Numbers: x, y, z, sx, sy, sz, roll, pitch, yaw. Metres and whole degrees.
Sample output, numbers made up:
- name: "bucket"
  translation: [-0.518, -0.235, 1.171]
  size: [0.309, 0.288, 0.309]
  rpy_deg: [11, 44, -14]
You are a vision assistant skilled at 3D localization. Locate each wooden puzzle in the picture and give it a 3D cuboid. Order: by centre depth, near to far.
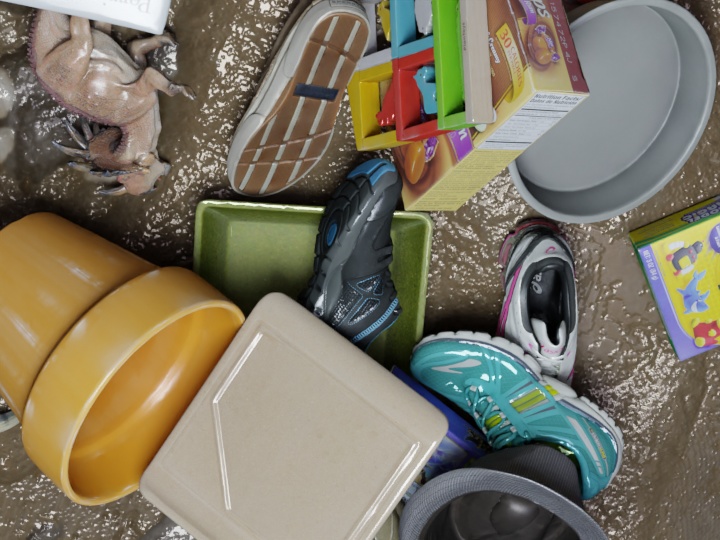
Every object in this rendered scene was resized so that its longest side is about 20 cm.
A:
- name: "wooden puzzle"
  translation: [-0.054, 0.147, 1.478]
  size: [0.185, 0.037, 0.200]
  rpy_deg: [36, 94, 11]

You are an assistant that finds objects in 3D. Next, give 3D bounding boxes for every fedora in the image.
- name: "fedora"
  translation: [0.125, 0.206, 1.495]
  size: [0.176, 0.090, 0.201]
  rpy_deg: [26, 132, 1]

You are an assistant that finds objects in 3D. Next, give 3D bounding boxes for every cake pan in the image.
- name: "cake pan"
  translation: [0.198, -0.135, 1.502]
  size: [0.199, 0.037, 0.201]
  rpy_deg: [-14, 125, -21]

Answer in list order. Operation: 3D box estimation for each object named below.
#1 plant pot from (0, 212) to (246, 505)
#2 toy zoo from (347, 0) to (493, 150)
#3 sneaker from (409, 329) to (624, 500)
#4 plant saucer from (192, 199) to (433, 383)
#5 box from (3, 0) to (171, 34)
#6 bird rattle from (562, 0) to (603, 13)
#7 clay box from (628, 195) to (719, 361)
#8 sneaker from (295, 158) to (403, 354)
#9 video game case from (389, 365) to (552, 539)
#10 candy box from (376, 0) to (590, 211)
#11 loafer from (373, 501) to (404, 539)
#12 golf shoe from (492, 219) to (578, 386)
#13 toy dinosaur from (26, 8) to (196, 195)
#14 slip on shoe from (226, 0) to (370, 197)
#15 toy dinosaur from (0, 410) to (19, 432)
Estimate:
- name: "plant pot"
  translation: [-0.224, 0.055, 1.491]
  size: [0.183, 0.200, 0.201]
  rpy_deg: [38, 106, 23]
- name: "toy zoo"
  translation: [0.037, -0.167, 1.449]
  size: [0.020, 0.200, 0.132]
  rpy_deg: [-1, 86, -31]
- name: "sneaker"
  translation: [0.128, 0.118, 1.536]
  size: [0.199, 0.080, 0.078]
  rpy_deg: [30, 137, 4]
- name: "plant saucer"
  translation: [-0.045, 0.034, 1.578]
  size: [0.199, 0.048, 0.201]
  rpy_deg: [3, 109, -4]
- name: "box"
  translation: [-0.223, -0.295, 1.371]
  size: [0.198, 0.200, 0.172]
  rpy_deg: [11, 110, -8]
- name: "bird rattle"
  translation: [0.167, -0.249, 1.469]
  size: [0.163, 0.113, 0.200]
  rpy_deg: [31, 109, -30]
- name: "clay box"
  translation: [0.344, -0.014, 1.585]
  size: [0.199, 0.048, 0.115]
  rpy_deg: [-23, 110, 5]
- name: "sneaker"
  translation: [0.000, 0.000, 1.512]
  size: [0.081, 0.073, 0.201]
  rpy_deg: [16, 117, -15]
- name: "video game case"
  translation: [0.048, 0.209, 1.587]
  size: [0.200, 0.045, 0.181]
  rpy_deg: [39, 112, -8]
- name: "candy box"
  translation: [0.090, -0.141, 1.435]
  size: [0.056, 0.117, 0.200]
  rpy_deg: [0, 155, -32]
- name: "loafer"
  translation: [-0.033, 0.166, 1.520]
  size: [0.076, 0.067, 0.200]
  rpy_deg: [-42, 97, 20]
- name: "golf shoe"
  translation: [0.149, 0.063, 1.578]
  size: [0.072, 0.092, 0.201]
  rpy_deg: [-3, 111, -3]
- name: "toy dinosaur"
  translation: [-0.217, -0.150, 1.488]
  size: [0.135, 0.086, 0.200]
  rpy_deg: [-41, 101, 18]
- name: "slip on shoe"
  translation: [-0.055, -0.149, 1.510]
  size: [0.076, 0.061, 0.201]
  rpy_deg: [8, 129, -26]
- name: "toy dinosaur"
  translation: [-0.384, 0.148, 1.600]
  size: [0.199, 0.047, 0.089]
  rpy_deg: [6, 102, -9]
